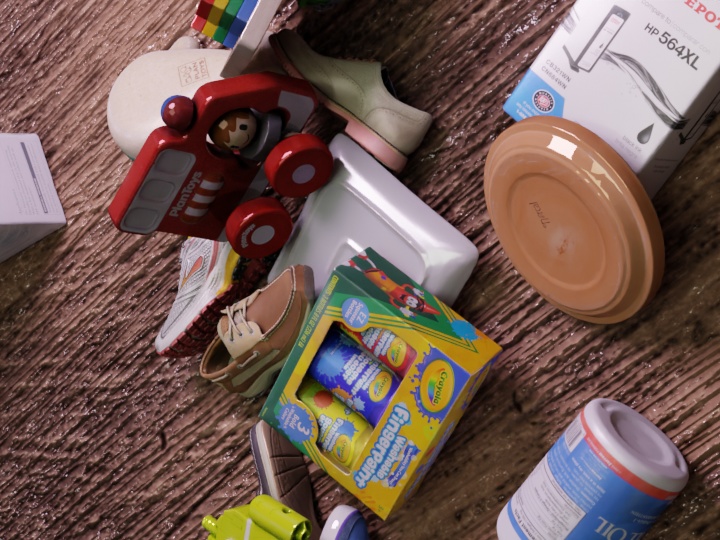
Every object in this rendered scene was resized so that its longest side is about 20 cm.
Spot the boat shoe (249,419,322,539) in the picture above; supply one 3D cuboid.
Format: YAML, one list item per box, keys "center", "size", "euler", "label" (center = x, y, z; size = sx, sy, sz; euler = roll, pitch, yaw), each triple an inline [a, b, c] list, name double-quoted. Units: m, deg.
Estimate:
- center: [-0.083, 0.253, 1.552]
  size: [0.065, 0.072, 0.201]
  euler: [-21, 86, 26]
  label: "boat shoe"

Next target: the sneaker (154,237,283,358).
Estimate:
- center: [-0.157, 0.008, 1.595]
  size: [0.082, 0.078, 0.200]
  euler: [40, 102, 29]
  label: "sneaker"

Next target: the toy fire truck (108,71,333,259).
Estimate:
- center: [-0.135, -0.107, 1.459]
  size: [0.200, 0.168, 0.112]
  euler: [-55, 47, 29]
  label: "toy fire truck"

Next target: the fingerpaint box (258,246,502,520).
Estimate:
- center: [0.015, 0.110, 1.445]
  size: [0.167, 0.073, 0.200]
  euler: [38, 124, 15]
  label: "fingerpaint box"

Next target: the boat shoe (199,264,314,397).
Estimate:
- center: [-0.106, 0.065, 1.516]
  size: [0.200, 0.074, 0.076]
  euler: [124, 148, -45]
  label: "boat shoe"

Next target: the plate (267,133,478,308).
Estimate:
- center: [0.000, 0.000, 1.492]
  size: [0.200, 0.032, 0.200]
  euler: [42, 123, 22]
  label: "plate"

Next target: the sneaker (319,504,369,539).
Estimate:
- center: [0.031, 0.339, 1.482]
  size: [0.146, 0.081, 0.201]
  euler: [6, 93, 26]
  label: "sneaker"

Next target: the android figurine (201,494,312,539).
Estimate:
- center: [-0.094, 0.311, 1.500]
  size: [0.200, 0.041, 0.183]
  euler: [28, 115, 39]
  label: "android figurine"

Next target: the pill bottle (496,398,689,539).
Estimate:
- center: [0.193, 0.222, 1.354]
  size: [0.112, 0.112, 0.200]
  euler: [44, 114, 23]
  label: "pill bottle"

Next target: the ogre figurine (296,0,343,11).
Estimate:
- center: [0.030, -0.326, 1.435]
  size: [0.098, 0.120, 0.200]
  euler: [32, 109, 23]
  label: "ogre figurine"

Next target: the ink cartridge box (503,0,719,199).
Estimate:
- center: [0.245, -0.179, 1.324]
  size: [0.146, 0.084, 0.200]
  euler: [44, 114, 23]
  label: "ink cartridge box"

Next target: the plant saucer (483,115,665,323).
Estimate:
- center: [0.182, -0.040, 1.338]
  size: [0.200, 0.032, 0.201]
  euler: [36, 142, 33]
  label: "plant saucer"

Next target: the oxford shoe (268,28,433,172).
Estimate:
- center: [-0.009, -0.185, 1.502]
  size: [0.200, 0.071, 0.074]
  euler: [43, 98, 17]
  label: "oxford shoe"

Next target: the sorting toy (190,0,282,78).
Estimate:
- center: [-0.096, -0.295, 1.437]
  size: [0.069, 0.199, 0.200]
  euler: [27, 84, -9]
  label: "sorting toy"

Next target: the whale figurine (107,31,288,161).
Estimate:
- center: [-0.164, -0.176, 1.585]
  size: [0.199, 0.104, 0.159]
  euler: [-23, 55, 8]
  label: "whale figurine"

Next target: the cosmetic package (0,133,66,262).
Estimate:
- center: [-0.484, -0.064, 1.717]
  size: [0.199, 0.200, 0.123]
  euler: [-27, 78, 30]
  label: "cosmetic package"
